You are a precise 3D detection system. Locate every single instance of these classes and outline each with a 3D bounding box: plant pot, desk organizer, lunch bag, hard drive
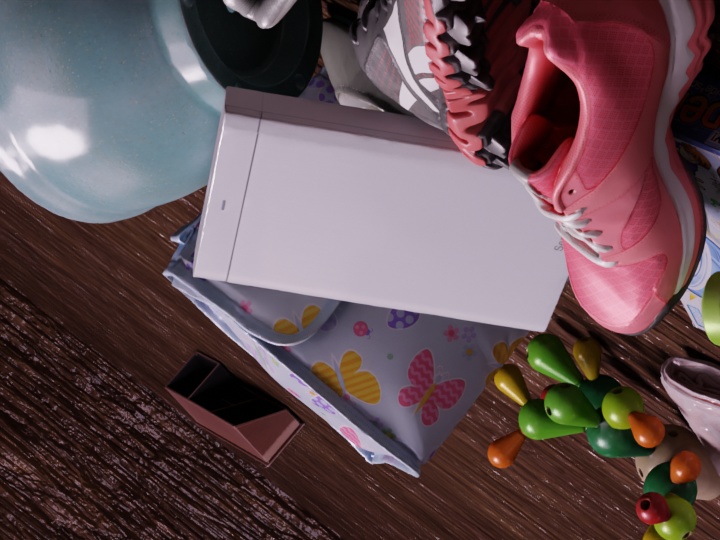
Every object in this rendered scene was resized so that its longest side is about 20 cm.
[{"bbox_3d":[-0.105,-0.133,1.072,0.133,0.201,0.200,-8,138,37],"label":"plant pot"},{"bbox_3d":[-0.164,0.173,2.548,0.077,0.072,0.199,50,164,-31],"label":"desk organizer"},{"bbox_3d":[0.000,0.000,1.217,0.200,0.170,0.127,43,169,-11],"label":"lunch bag"},{"bbox_3d":[0.018,-0.029,1.053,0.198,0.027,0.132,9,140,-7],"label":"hard drive"}]

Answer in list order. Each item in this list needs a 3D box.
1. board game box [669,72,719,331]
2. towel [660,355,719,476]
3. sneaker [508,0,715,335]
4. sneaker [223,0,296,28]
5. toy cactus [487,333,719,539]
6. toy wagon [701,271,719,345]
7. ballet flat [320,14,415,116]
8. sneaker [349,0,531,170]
[{"bbox_3d":[0.185,-0.016,0.930,0.135,0.035,0.200,28,162,43],"label":"board game box"},{"bbox_3d":[0.285,0.143,1.207,0.190,0.032,0.200,28,162,44],"label":"towel"},{"bbox_3d":[0.093,-0.046,0.841,0.074,0.086,0.201,35,144,38],"label":"sneaker"},{"bbox_3d":[-0.037,-0.177,0.919,0.075,0.081,0.200,38,166,15],"label":"sneaker"},{"bbox_3d":[0.175,0.121,1.293,0.164,0.103,0.200,26,-172,-37],"label":"toy cactus"},{"bbox_3d":[0.245,0.045,0.864,0.154,0.040,0.200,0,146,38],"label":"toy wagon"},{"bbox_3d":[0.039,-0.064,1.128,0.200,0.064,0.067,39,168,5],"label":"ballet flat"},{"bbox_3d":[0.035,-0.119,0.923,0.098,0.071,0.201,33,167,20],"label":"sneaker"}]
